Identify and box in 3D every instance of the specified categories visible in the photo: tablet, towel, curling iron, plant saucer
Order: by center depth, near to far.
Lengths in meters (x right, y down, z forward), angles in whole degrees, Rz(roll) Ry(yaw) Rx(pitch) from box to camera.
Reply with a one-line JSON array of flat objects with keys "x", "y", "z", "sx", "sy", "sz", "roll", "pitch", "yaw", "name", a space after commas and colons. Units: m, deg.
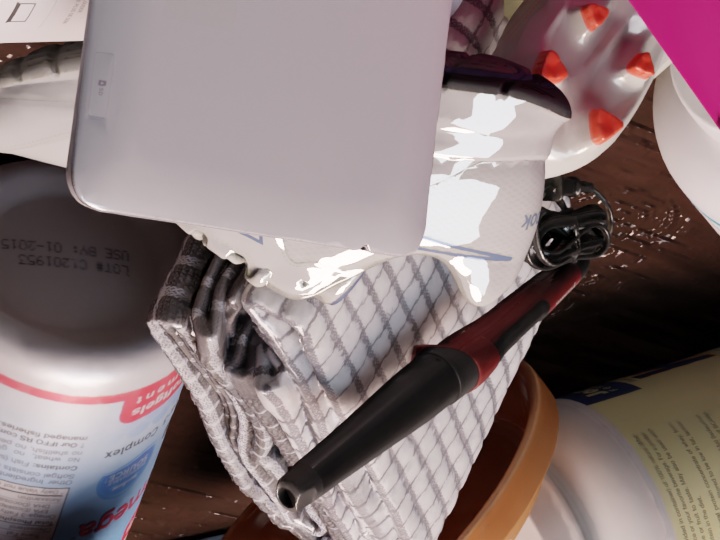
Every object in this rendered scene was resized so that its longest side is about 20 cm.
[{"x": -0.020, "y": -0.110, "z": 0.859, "sx": 0.130, "sy": 0.200, "sz": 0.014, "roll": 8, "pitch": 179, "yaw": -37, "name": "tablet"}, {"x": 0.030, "y": 0.025, "z": 1.033, "sx": 0.200, "sy": 0.026, "sz": 0.050, "roll": -42, "pitch": 120, "yaw": -37, "name": "curling iron"}, {"x": 0.000, "y": 0.000, "z": 1.079, "sx": 0.166, "sy": 0.085, "sz": 0.200, "roll": -62, "pitch": 152, "yaw": -21, "name": "towel"}, {"x": 0.004, "y": 0.115, "z": 1.210, "sx": 0.200, "sy": 0.200, "sz": 0.032, "roll": -36, "pitch": 109, "yaw": 16, "name": "plant saucer"}]

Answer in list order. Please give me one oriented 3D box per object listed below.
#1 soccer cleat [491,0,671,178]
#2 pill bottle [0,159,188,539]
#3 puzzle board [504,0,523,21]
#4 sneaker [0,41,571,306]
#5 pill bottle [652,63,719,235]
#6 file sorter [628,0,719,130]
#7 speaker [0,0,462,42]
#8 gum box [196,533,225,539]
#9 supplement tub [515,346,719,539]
[{"x": 0.103, "y": -0.105, "z": 1.026, "sx": 0.200, "sy": 0.069, "sz": 0.078, "roll": -46, "pitch": -168, "yaw": -26, "name": "soccer cleat"}, {"x": -0.132, "y": 0.060, "z": 1.119, "sx": 0.109, "sy": 0.109, "sz": 0.200, "roll": -6, "pitch": 142, "yaw": -25, "name": "pill bottle"}, {"x": 0.093, "y": -0.134, "z": 1.082, "sx": 0.151, "sy": 0.017, "sz": 0.200, "roll": -28, "pitch": 146, "yaw": 4, "name": "puzzle board"}, {"x": -0.034, "y": -0.033, "z": 0.936, "sx": 0.200, "sy": 0.075, "sz": 0.087, "roll": 7, "pitch": 103, "yaw": 4, "name": "sneaker"}, {"x": 0.182, "y": -0.052, "z": 1.135, "sx": 0.111, "sy": 0.111, "sz": 0.200, "roll": -31, "pitch": 154, "yaw": 10, "name": "pill bottle"}, {"x": 0.138, "y": -0.155, "z": 0.905, "sx": 0.125, "sy": 0.200, "sz": 0.139, "roll": -19, "pitch": 137, "yaw": -10, "name": "file sorter"}, {"x": -0.060, "y": -0.110, "z": 0.886, "sx": 0.200, "sy": 0.081, "sz": 0.081, "roll": -5, "pitch": 141, "yaw": -35, "name": "speaker"}, {"x": -0.020, "y": 0.182, "z": 1.402, "sx": 0.200, "sy": 0.045, "sz": 0.170, "roll": -11, "pitch": 142, "yaw": -20, "name": "gum box"}, {"x": 0.143, "y": 0.117, "z": 1.308, "sx": 0.200, "sy": 0.145, "sz": 0.145, "roll": -15, "pitch": 145, "yaw": -27, "name": "supplement tub"}]
